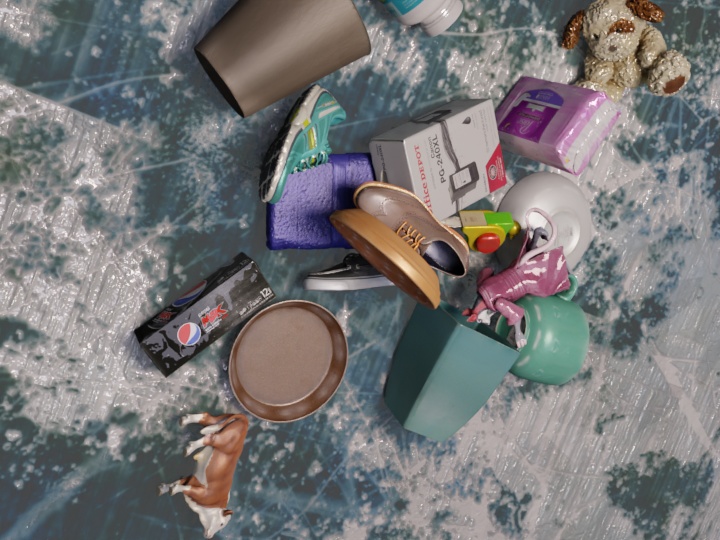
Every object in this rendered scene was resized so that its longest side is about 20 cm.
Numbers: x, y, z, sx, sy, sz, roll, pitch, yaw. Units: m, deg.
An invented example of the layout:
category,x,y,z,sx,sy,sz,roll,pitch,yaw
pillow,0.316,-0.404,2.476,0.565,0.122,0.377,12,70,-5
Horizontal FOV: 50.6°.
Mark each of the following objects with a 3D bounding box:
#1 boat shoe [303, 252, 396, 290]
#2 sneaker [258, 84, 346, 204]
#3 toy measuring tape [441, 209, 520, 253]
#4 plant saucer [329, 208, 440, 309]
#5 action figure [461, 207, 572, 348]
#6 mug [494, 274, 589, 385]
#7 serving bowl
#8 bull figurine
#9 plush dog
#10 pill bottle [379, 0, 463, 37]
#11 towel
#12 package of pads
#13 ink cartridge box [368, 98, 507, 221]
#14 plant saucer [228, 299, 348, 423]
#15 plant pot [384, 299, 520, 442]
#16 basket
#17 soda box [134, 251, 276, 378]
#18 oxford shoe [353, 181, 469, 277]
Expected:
category,x,y,z,sx,sy,sz,roll,pitch,yaw
boat shoe,0.000,0.000,1.209,0.198,0.068,0.058,-5,90,-27
sneaker,-0.080,-0.174,1.078,0.079,0.077,0.202,35,65,-18
toy measuring tape,0.171,-0.063,1.276,0.197,0.074,0.075,-2,105,-8
plant saucer,0.041,-0.023,1.085,0.200,0.200,0.038,43,84,-28
action figure,0.251,0.023,1.237,0.199,0.134,0.150,-33,144,-12
mug,0.305,0.100,1.334,0.113,0.152,0.187,14,63,-25
serving bowl,0.334,-0.070,1.342,0.198,0.066,0.203,-7,107,-24
bull figurine,-0.236,0.310,1.171,0.120,0.065,0.203,13,95,-39
plush dog,0.434,-0.381,1.266,0.172,0.198,0.162,49,48,-36
pill bottle,0.061,-0.433,1.091,0.200,0.111,0.111,42,84,-27
towel,-0.052,-0.106,1.164,0.197,0.049,0.150,-3,100,-26
package of pads,0.300,-0.232,1.208,0.075,0.200,0.121,38,90,-33
ink cartridge box,0.124,-0.166,1.183,0.199,0.083,0.147,-30,116,-31
plant saucer,-0.115,0.140,1.204,0.198,0.034,0.203,-7,107,-23
plant pot,0.135,0.170,1.277,0.140,0.141,0.202,25,99,-28
basket,-0.112,-0.311,1.034,0.199,0.136,0.181,-39,113,-7
soda box,-0.227,0.062,1.114,0.199,0.063,0.071,-37,115,-13
oxford shoe,0.077,-0.059,1.090,0.199,0.073,0.072,31,110,-11
